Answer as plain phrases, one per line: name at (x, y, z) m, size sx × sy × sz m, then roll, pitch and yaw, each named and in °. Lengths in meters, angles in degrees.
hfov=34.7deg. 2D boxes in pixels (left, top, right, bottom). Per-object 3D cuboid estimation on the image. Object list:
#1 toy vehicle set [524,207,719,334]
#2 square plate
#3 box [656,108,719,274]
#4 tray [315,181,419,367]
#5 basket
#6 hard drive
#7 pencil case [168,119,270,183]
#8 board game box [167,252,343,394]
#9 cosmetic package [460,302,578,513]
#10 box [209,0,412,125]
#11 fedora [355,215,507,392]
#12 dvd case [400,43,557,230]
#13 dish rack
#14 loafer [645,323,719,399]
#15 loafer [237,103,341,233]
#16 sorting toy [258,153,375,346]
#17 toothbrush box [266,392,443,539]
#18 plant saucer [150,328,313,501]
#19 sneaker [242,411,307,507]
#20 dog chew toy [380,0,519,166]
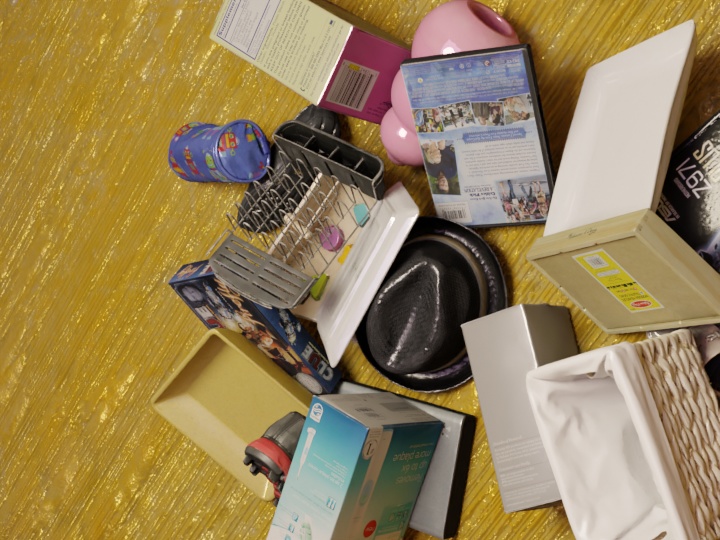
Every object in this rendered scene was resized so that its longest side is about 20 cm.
toy vehicle set at (0.252, 0.006, 1.093) m, size 0.027 × 0.124 × 0.200 m, roll -52°, pitch 13°, yaw -18°
square plate at (0.257, -0.126, 1.134) m, size 0.198 × 0.028 × 0.202 m, roll 167°, pitch 121°, yaw -71°
box at (0.382, -0.050, 1.070) m, size 0.164 × 0.086 × 0.201 m, roll -44°, pitch 62°, yaw 27°
tray at (0.000, 0.000, 1.277) m, size 0.202 × 0.022 × 0.108 m, roll -62°, pitch 20°, yaw 14°
basket at (0.264, 0.164, 1.085) m, size 0.135 × 0.122 × 0.202 m, roll -26°, pitch 81°, yaw 54°
hard drive at (0.034, 0.215, 1.346) m, size 0.198 × 0.033 × 0.142 m, roll 11°, pitch 94°, yaw 38°
pencil case at (-0.180, -0.152, 1.476) m, size 0.199 × 0.086 × 0.079 m, roll 11°, pitch 123°, yaw 62°
board game box at (-0.126, 0.069, 1.380) m, size 0.135 × 0.201 × 0.035 m, roll -10°, pitch 35°, yaw 52°
cosmetic package at (0.183, 0.140, 1.195) m, size 0.090 × 0.106 × 0.202 m, roll -25°, pitch 70°, yaw 34°
box at (-0.042, -0.259, 1.354) m, size 0.199 × 0.175 × 0.097 m, roll 37°, pitch 107°, yaw 33°
fedora at (0.065, 0.044, 1.267) m, size 0.198 × 0.092 × 0.203 m, roll 4°, pitch 101°, yaw 19°
dvd case at (0.131, -0.137, 1.229) m, size 0.141 × 0.018 × 0.202 m, roll -3°, pitch 119°, yaw 25°
dish rack at (-0.076, -0.058, 1.265) m, size 0.152 × 0.055 × 0.201 m, roll 26°, pitch 69°, yaw 32°
loafer at (0.352, 0.092, 1.095) m, size 0.199 × 0.063 × 0.073 m, roll 36°, pitch 107°, yaw 34°
loafer at (-0.091, -0.129, 1.457) m, size 0.201 × 0.068 × 0.071 m, roll -50°, pitch 29°, yaw 29°
sorting toy at (-0.014, -0.010, 1.368) m, size 0.180 × 0.107 × 0.201 m, roll 41°, pitch 106°, yaw 22°
toothbrush box at (-0.009, 0.243, 1.265) m, size 0.085 × 0.146 × 0.202 m, roll 27°, pitch 102°, yaw 35°
plant saucer at (-0.135, 0.168, 1.405) m, size 0.200 × 0.049 × 0.200 m, roll 41°, pitch 134°, yaw -4°
sneaker at (-0.063, 0.230, 1.323) m, size 0.070 × 0.201 × 0.098 m, roll 25°, pitch 64°, yaw 32°
dog chew toy at (0.090, -0.200, 1.288) m, size 0.125 × 0.124 × 0.201 m, roll 54°, pitch 124°, yaw 27°
